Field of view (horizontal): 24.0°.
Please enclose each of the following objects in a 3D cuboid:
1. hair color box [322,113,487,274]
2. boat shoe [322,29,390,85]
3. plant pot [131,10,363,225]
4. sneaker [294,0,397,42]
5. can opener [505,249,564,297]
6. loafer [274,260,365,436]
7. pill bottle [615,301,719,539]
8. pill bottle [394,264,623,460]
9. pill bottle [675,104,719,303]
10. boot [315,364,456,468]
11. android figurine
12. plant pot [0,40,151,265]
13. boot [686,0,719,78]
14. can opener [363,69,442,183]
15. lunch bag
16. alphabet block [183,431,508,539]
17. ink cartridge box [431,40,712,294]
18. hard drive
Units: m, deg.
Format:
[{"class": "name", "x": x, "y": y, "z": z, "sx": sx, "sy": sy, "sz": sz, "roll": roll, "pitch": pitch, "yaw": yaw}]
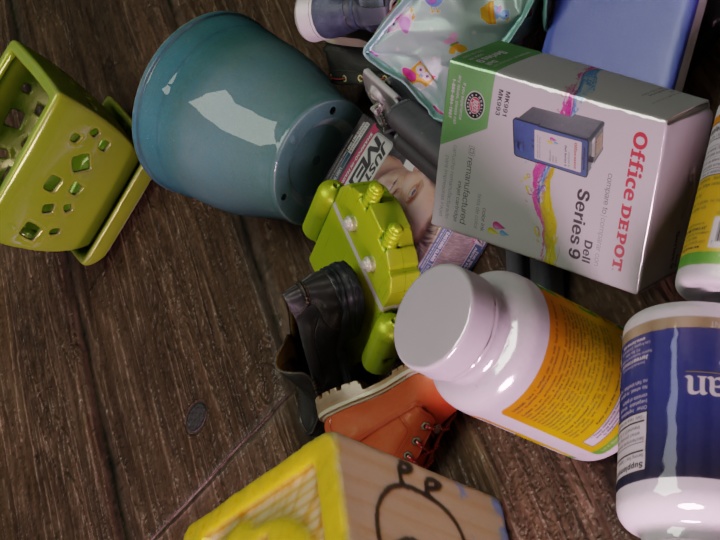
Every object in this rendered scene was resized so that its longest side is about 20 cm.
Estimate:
[{"class": "hair color box", "x": 0.044, "y": -0.063, "z": 1.602, "sx": 0.100, "sy": 0.060, "sz": 0.200, "roll": -59, "pitch": 38, "yaw": 8}, {"class": "boat shoe", "x": 0.043, "y": -0.205, "z": 1.685, "sx": 0.201, "sy": 0.073, "sz": 0.064, "roll": 16, "pitch": 121, "yaw": 42}, {"class": "plant pot", "x": -0.098, "y": -0.141, "z": 1.722, "sx": 0.187, "sy": 0.200, "sz": 0.201, "roll": 29, "pitch": 93, "yaw": 39}, {"class": "sneaker", "x": 0.044, "y": -0.292, "z": 1.690, "sx": 0.145, "sy": 0.077, "sz": 0.203, "roll": -3, "pitch": 33, "yaw": 36}, {"class": "can opener", "x": 0.138, "y": -0.022, "z": 1.458, "sx": 0.053, "sy": 0.067, "sz": 0.201, "roll": -28, "pitch": 50, "yaw": 40}, {"class": "loafer", "x": -0.048, "y": 0.078, "z": 1.560, "sx": 0.073, "sy": 0.072, "sz": 0.201, "roll": 52, "pitch": 147, "yaw": 44}, {"class": "pill bottle", "x": 0.240, "y": 0.133, "z": 1.210, "sx": 0.111, "sy": 0.111, "sz": 0.201, "roll": -18, "pitch": 57, "yaw": 44}, {"class": "pill bottle", "x": 0.124, "y": 0.067, "z": 1.301, "sx": 0.111, "sy": 0.199, "sz": 0.112, "roll": -27, "pitch": 51, "yaw": 39}, {"class": "pill bottle", "x": 0.306, "y": -0.067, "z": 1.241, "sx": 0.111, "sy": 0.111, "sz": 0.201, "roll": 2, "pitch": 72, "yaw": 51}, {"class": "boot", "x": 0.054, "y": 0.135, "z": 1.484, "sx": 0.199, "sy": 0.075, "sz": 0.108, "roll": -26, "pitch": 69, "yaw": 36}, {"class": "android figurine", "x": 0.000, "y": 0.000, "z": 1.557, "sx": 0.183, "sy": 0.041, "sz": 0.200, "roll": 67, "pitch": 153, "yaw": 26}, {"class": "plant pot", "x": -0.367, "y": -0.131, "z": 2.042, "sx": 0.200, "sy": 0.181, "sz": 0.200, "roll": -58, "pitch": 38, "yaw": 10}, {"class": "boot", "x": 0.251, "y": -0.241, "z": 1.440, "sx": 0.151, "sy": 0.073, "sz": 0.200, "roll": -53, "pitch": 47, "yaw": 15}, {"class": "can opener", "x": 0.061, "y": -0.136, "z": 1.543, "sx": 0.067, "sy": 0.054, "sz": 0.200, "roll": -28, "pitch": 37, "yaw": -12}, {"class": "lunch bag", "x": 0.117, "y": -0.244, "z": 1.494, "sx": 0.200, "sy": 0.122, "sz": 0.170, "roll": -50, "pitch": -3, "yaw": 20}, {"class": "alphabet block", "x": -0.005, "y": 0.276, "z": 1.355, "sx": 0.196, "sy": 0.199, "sz": 0.196, "roll": -38, "pitch": 45, "yaw": 31}, {"class": "ink cartridge box", "x": 0.165, "y": -0.085, "z": 1.350, "sx": 0.199, "sy": 0.087, "sz": 0.146, "roll": 20, "pitch": 117, "yaw": 29}, {"class": "hard drive", "x": 0.221, "y": -0.222, "z": 1.391, "sx": 0.131, "sy": 0.025, "sz": 0.201, "roll": 15, "pitch": 89, "yaw": 39}]
